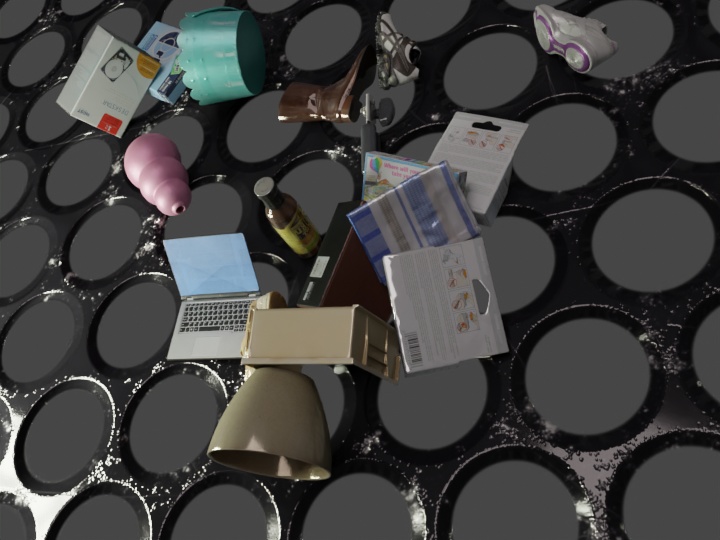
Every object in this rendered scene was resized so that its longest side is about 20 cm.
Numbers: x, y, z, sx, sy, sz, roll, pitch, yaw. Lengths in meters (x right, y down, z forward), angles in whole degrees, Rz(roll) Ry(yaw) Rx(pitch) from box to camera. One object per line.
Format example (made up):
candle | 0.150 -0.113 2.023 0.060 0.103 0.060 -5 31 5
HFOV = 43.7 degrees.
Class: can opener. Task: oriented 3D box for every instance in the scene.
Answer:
can opener | 0.030 -0.265 1.755 0.065 0.053 0.203 -9 58 21

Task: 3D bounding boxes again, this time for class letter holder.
letter holder | 0.000 0.000 1.582 0.100 0.141 0.203 1 67 63

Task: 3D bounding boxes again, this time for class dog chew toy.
dog chew toy | -0.420 -0.197 1.901 0.124 0.125 0.201 -37 59 1

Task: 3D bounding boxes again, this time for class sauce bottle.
sauce bottle | -0.134 -0.096 1.640 0.063 0.200 0.066 -11 58 18

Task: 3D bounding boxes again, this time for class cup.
cup | -0.132 0.239 1.425 0.196 0.200 0.146 -2 65 25

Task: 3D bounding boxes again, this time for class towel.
towel | 0.093 -0.079 1.519 0.197 0.149 0.024 -28 15 0

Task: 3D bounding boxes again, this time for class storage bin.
storage bin | -0.056 0.128 1.468 0.196 0.198 0.096 -3 71 25

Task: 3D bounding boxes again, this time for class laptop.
laptop | -0.291 0.052 1.682 0.184 0.116 0.203 -4 59 25

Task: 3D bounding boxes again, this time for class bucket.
bucket | -0.297 -0.468 1.954 0.132 0.208 0.211 -2 59 14

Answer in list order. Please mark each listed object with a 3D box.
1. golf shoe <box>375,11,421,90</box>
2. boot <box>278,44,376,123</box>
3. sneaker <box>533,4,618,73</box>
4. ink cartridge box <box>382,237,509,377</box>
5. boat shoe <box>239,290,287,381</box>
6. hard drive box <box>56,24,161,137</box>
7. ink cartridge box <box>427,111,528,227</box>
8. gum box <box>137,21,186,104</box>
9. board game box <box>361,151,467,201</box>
golf shoe | 0.077 -0.453 1.846 0.092 0.078 0.203 -6 59 2
boot | -0.075 -0.390 1.882 0.197 0.064 0.189 6 65 34
sneaker | 0.400 -0.439 1.680 0.098 0.076 0.201 -25 51 -13
ink cartridge box | 0.137 0.059 1.475 0.170 0.044 0.204 -10 74 -2
boat shoe | -0.179 0.138 1.608 0.068 0.074 0.203 -13 54 33
hard drive box | -0.575 -0.431 2.060 0.077 0.155 0.202 38 100 34
ink cartridge box | 0.203 -0.187 1.629 0.158 0.047 0.202 16 67 33
gum box | -0.470 -0.501 2.155 0.198 0.045 0.171 25 75 36
board game box | 0.091 -0.128 1.603 0.197 0.034 0.137 17 110 33
